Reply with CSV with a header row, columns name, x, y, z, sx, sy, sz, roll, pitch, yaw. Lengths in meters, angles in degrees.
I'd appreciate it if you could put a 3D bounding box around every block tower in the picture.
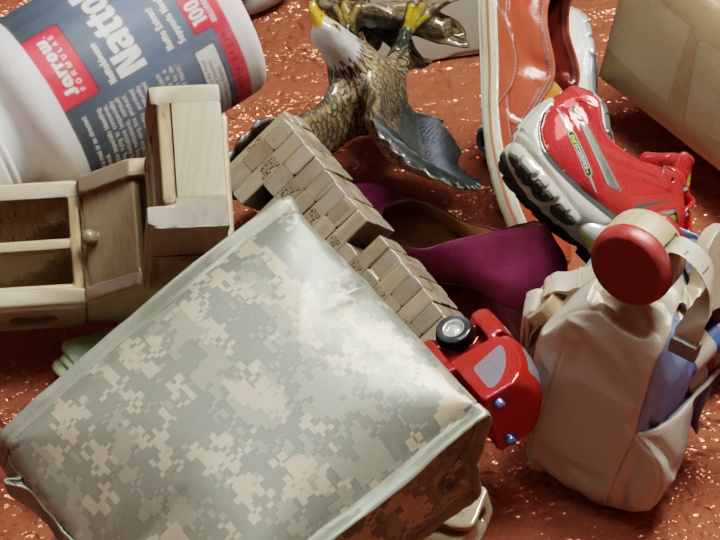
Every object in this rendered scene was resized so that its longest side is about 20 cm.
name,x,y,z,sx,sy,sz,roll,pitch,yaw
block tower,0.000,0.000,1.609,0.200,0.058,0.054,49,10,17

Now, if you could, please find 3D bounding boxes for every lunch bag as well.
name,x,y,z,sx,sy,sz,roll,pitch,yaw
lunch bag,-0.060,0.094,1.378,0.200,0.118,0.164,-36,68,-20

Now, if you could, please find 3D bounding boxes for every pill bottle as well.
name,x,y,z,sx,sy,sz,roll,pitch,yaw
pill bottle,-0.169,-0.115,1.711,0.199,0.120,0.120,-32,44,-14

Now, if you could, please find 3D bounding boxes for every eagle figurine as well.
name,x,y,z,sx,sy,sz,roll,pitch,yaw
eagle figurine,-0.002,-0.101,1.751,0.150,0.152,0.201,29,46,-18

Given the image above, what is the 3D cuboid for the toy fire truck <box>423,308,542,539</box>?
name,x,y,z,sx,sy,sz,roll,pitch,yaw
toy fire truck,0.022,0.116,1.471,0.199,0.049,0.141,-29,45,-10

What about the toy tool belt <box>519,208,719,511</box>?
name,x,y,z,sx,sy,sz,roll,pitch,yaw
toy tool belt,0.156,0.026,1.530,0.124,0.201,0.123,26,44,19

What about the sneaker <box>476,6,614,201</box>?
name,x,y,z,sx,sy,sz,roll,pitch,yaw
sneaker,0.116,-0.111,1.837,0.087,0.075,0.200,-5,34,0

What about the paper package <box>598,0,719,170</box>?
name,x,y,z,sx,sy,sz,roll,pitch,yaw
paper package,0.287,-0.134,1.821,0.190,0.104,0.200,-7,34,-33

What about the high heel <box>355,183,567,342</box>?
name,x,y,z,sx,sy,sz,roll,pitch,yaw
high heel,0.055,-0.030,1.694,0.067,0.097,0.200,-26,43,-33

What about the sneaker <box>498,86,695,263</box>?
name,x,y,z,sx,sy,sz,roll,pitch,yaw
sneaker,0.173,-0.027,1.624,0.085,0.200,0.077,-48,16,-7

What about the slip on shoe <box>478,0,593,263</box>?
name,x,y,z,sx,sy,sz,roll,pitch,yaw
slip on shoe,0.113,-0.095,1.721,0.061,0.201,0.074,-7,-7,21

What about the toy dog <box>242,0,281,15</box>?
name,x,y,z,sx,sy,sz,roll,pitch,yaw
toy dog,-0.126,-0.196,1.927,0.131,0.097,0.200,12,36,14

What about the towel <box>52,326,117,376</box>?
name,x,y,z,sx,sy,sz,roll,pitch,yaw
towel,-0.075,0.084,1.595,0.152,0.024,0.200,-14,36,-21

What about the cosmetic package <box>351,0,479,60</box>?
name,x,y,z,sx,sy,sz,roll,pitch,yaw
cosmetic package,0.026,-0.229,2.000,0.105,0.071,0.200,-9,36,-14

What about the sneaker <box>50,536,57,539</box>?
name,x,y,z,sx,sy,sz,roll,pitch,yaw
sneaker,-0.154,0.163,1.432,0.081,0.075,0.200,7,40,34

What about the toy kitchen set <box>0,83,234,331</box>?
name,x,y,z,sx,sy,sz,roll,pitch,yaw
toy kitchen set,-0.159,0.010,1.551,0.179,0.200,0.164,-3,75,-7
